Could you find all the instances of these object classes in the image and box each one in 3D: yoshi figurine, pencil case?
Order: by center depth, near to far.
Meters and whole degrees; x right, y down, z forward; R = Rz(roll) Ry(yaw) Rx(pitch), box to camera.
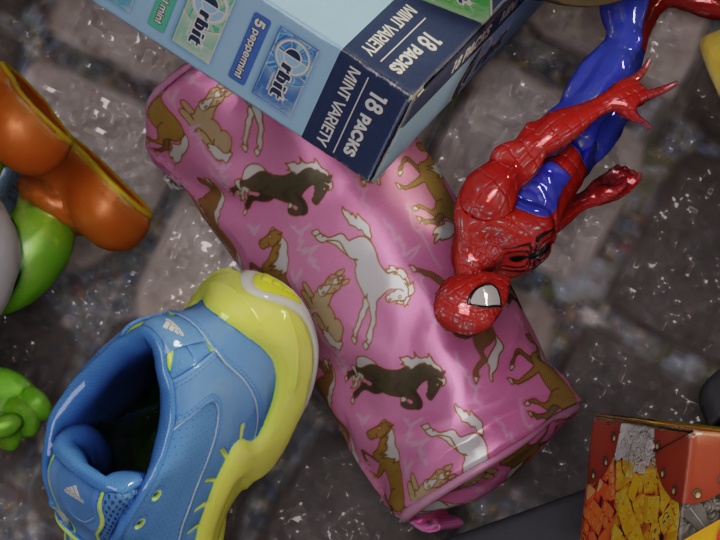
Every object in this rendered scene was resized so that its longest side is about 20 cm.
[{"bbox_3d":[-0.168,0.028,0.922,0.200,0.112,0.112,-43,90,1],"label":"yoshi figurine"},{"bbox_3d":[0.000,0.000,0.966,0.083,0.087,0.201,-30,80,-29],"label":"pencil case"}]

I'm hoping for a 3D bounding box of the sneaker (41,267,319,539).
[{"bbox_3d":[-0.091,0.090,0.927,0.075,0.105,0.201,30,109,28],"label":"sneaker"}]

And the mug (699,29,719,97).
[{"bbox_3d":[0.215,-0.056,0.890,0.152,0.186,0.150,-28,70,12],"label":"mug"}]

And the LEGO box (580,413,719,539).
[{"bbox_3d":[0.175,0.136,0.894,0.198,0.077,0.150,7,88,-22],"label":"LEGO box"}]

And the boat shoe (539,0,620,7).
[{"bbox_3d":[0.103,-0.164,0.956,0.068,0.072,0.200,13,44,40],"label":"boat shoe"}]

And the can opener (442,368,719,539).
[{"bbox_3d":[0.112,0.083,0.972,0.199,0.053,0.067,-20,50,2],"label":"can opener"}]

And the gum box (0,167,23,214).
[{"bbox_3d":[-0.237,0.007,1.002,0.169,0.045,0.201,20,85,6],"label":"gum box"}]

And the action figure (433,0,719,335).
[{"bbox_3d":[0.082,-0.051,0.936,0.051,0.066,0.200,30,60,15],"label":"action figure"}]

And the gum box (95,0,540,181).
[{"bbox_3d":[-0.036,-0.137,0.942,0.199,0.170,0.045,32,128,8],"label":"gum box"}]
